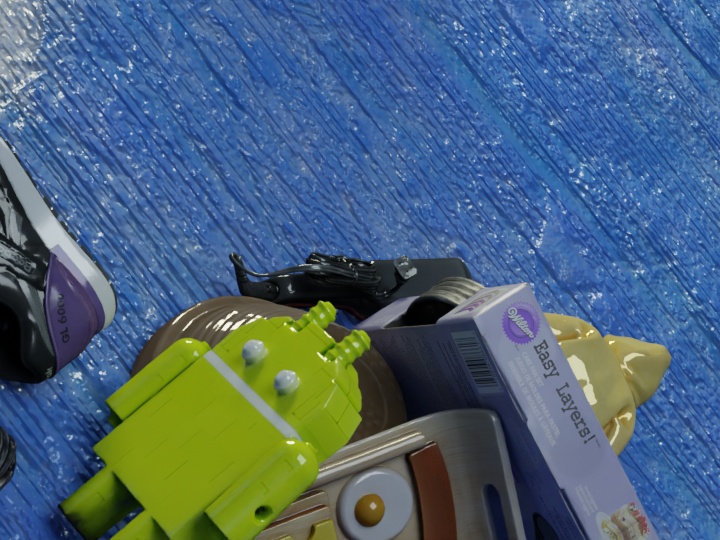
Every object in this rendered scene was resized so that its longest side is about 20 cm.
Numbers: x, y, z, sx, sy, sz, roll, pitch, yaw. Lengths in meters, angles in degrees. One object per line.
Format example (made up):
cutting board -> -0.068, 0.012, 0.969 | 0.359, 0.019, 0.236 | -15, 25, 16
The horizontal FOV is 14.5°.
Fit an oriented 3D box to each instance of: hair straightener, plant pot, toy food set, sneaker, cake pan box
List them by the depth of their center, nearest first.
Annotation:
sneaker -> -0.233, -0.022, 1.655 | 0.200, 0.076, 0.088 | 48, 47, -7
toy food set -> 0.007, 0.180, 1.666 | 0.199, 0.060, 0.144 | -19, 105, -25
plant pot -> -0.038, 0.095, 1.740 | 0.200, 0.093, 0.201 | 23, 50, -30
cake pan box -> 0.086, 0.102, 1.759 | 0.052, 0.184, 0.200 | -32, 99, -25
hair straightener -> 0.000, 0.000, 1.850 | 0.200, 0.077, 0.041 | 9, 60, -39

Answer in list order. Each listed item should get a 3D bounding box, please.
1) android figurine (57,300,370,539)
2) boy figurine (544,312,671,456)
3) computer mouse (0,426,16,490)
android figurine -> -0.079, 0.095, 1.623 | 0.041, 0.200, 0.182 | 53, -6, -33
boy figurine -> 0.140, 0.081, 1.938 | 0.200, 0.064, 0.125 | -23, 80, -49
computer mouse -> -0.288, 0.074, 1.557 | 0.200, 0.053, 0.139 | 54, 41, -16
